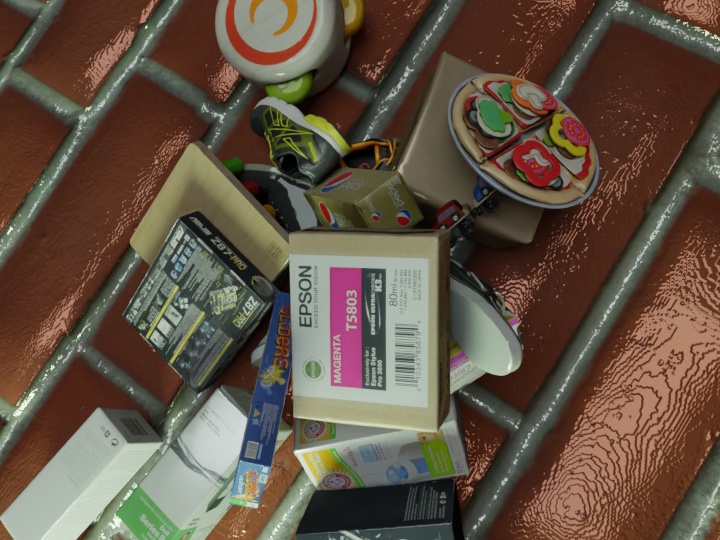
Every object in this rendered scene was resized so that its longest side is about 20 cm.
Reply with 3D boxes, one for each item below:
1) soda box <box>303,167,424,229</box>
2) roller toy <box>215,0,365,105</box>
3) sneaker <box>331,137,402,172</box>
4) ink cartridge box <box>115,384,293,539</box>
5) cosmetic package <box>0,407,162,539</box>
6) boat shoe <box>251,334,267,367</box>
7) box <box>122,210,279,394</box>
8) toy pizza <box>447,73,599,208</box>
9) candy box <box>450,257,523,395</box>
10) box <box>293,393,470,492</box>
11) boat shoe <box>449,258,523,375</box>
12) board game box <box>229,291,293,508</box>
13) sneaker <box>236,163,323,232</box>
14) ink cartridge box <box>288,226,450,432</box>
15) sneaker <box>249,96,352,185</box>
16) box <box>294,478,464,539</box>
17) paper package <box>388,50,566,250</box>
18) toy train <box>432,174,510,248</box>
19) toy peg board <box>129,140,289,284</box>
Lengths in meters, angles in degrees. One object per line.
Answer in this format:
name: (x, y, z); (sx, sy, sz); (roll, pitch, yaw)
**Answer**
soda box: (-0.003, -0.082, 0.855); (0.067, 0.200, 0.064); (-36, 110, -12)
roller toy: (-0.108, -0.355, 1.010); (0.181, 0.140, 0.201); (34, 96, 11)
sneaker: (0.051, -0.153, 0.964); (0.197, 0.077, 0.079); (-10, 74, 9)
ink cartridge box: (-0.195, 0.257, 0.891); (0.084, 0.146, 0.201); (39, 88, 16)
cosmetic package: (-0.383, 0.288, 0.950); (0.071, 0.101, 0.200); (41, 88, 18)
boat shoe: (-0.077, 0.073, 0.924); (0.199, 0.073, 0.066); (-30, 58, 32)
box: (-0.220, 0.047, 0.929); (0.161, 0.049, 0.201); (43, 120, 8)
toy pizza: (0.195, -0.160, 0.794); (0.197, 0.032, 0.203); (10, 57, -15)
candy box: (0.088, 0.057, 0.853); (0.135, 0.061, 0.200); (-31, 40, -10)
box: (0.027, 0.197, 0.856); (0.197, 0.113, 0.102); (-12, 40, 9)
boat shoe: (0.124, 0.037, 0.752); (0.063, 0.072, 0.200); (-13, 35, -22)
board game box: (-0.105, 0.145, 0.770); (0.034, 0.136, 0.202); (13, 53, -7)
sneaker: (-0.110, -0.083, 0.985); (0.197, 0.075, 0.108); (15, 82, 14)
ink cartridge box: (0.011, 0.057, 0.722); (0.162, 0.075, 0.203); (1, 98, 17)
sneaker: (-0.103, -0.179, 0.948); (0.199, 0.075, 0.085); (26, 74, 43)
box: (0.035, 0.367, 0.804); (0.179, 0.104, 0.203); (-8, 99, 12)
paper package: (0.149, -0.149, 0.893); (0.198, 0.103, 0.193); (24, 83, -6)
toy train: (0.112, -0.060, 0.825); (0.200, 0.034, 0.046); (-41, 96, 23)
toy peg board: (-0.189, -0.047, 0.964); (0.199, 0.098, 0.200); (46, 121, 4)
